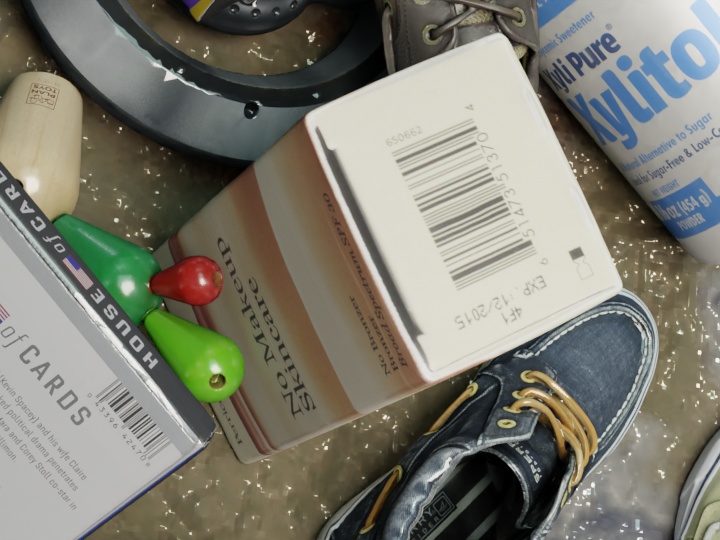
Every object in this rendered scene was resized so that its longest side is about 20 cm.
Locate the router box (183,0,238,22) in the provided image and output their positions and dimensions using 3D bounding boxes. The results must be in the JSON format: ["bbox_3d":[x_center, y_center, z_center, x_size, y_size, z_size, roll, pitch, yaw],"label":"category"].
[{"bbox_3d":[-0.032,-0.216,0.801,0.200,0.052,0.157,-35,89,-33],"label":"router box"}]

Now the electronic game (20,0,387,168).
[{"bbox_3d":[-0.054,-0.137,0.814,0.200,0.042,0.201,10,67,-24],"label":"electronic game"}]

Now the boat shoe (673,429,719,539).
[{"bbox_3d":[0.167,0.140,0.826,0.072,0.062,0.200,32,67,-12],"label":"boat shoe"}]

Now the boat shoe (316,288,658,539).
[{"bbox_3d":[0.071,0.072,0.788,0.200,0.091,0.071,-43,95,-25],"label":"boat shoe"}]

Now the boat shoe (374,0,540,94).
[{"bbox_3d":[0.043,-0.097,0.766,0.073,0.065,0.200,-15,123,-8],"label":"boat shoe"}]

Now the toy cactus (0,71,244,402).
[{"bbox_3d":[-0.140,-0.009,0.723,0.199,0.102,0.165,5,55,3],"label":"toy cactus"}]

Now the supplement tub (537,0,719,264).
[{"bbox_3d":[0.139,-0.115,0.839,0.132,0.132,0.200,-43,94,-25],"label":"supplement tub"}]

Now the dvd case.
[{"bbox_3d":[-0.168,0.054,0.658,0.150,0.200,0.025,51,21,-5],"label":"dvd case"}]

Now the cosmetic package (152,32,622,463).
[{"bbox_3d":[0.000,0.000,0.718,0.087,0.200,0.104,-24,85,-24],"label":"cosmetic package"}]
